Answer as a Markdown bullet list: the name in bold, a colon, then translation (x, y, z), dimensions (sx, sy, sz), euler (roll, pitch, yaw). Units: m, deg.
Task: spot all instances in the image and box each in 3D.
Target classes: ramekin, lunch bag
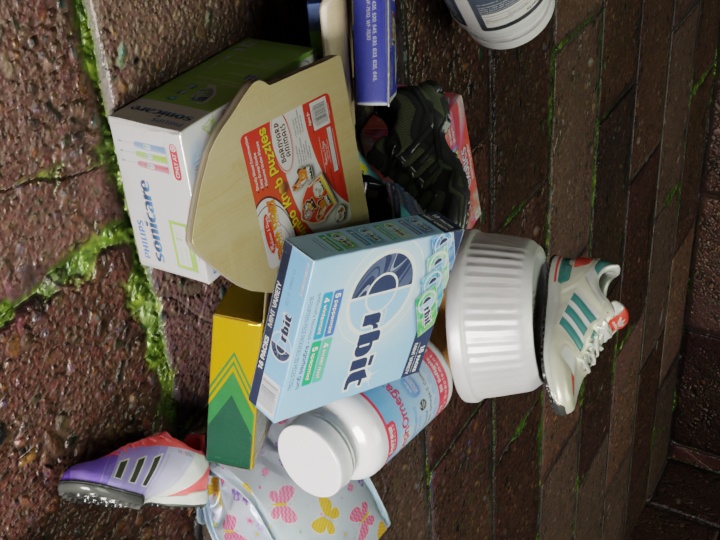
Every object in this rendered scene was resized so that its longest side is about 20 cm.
- **ramekin**: translation (0.166, 0.052, 1.169), dimensions (0.202, 0.093, 0.205), euler (-1, 90, -71)
- **lunch bag**: translation (-0.083, 0.249, 1.108), dimensions (0.169, 0.126, 0.201), euler (-41, 111, -47)

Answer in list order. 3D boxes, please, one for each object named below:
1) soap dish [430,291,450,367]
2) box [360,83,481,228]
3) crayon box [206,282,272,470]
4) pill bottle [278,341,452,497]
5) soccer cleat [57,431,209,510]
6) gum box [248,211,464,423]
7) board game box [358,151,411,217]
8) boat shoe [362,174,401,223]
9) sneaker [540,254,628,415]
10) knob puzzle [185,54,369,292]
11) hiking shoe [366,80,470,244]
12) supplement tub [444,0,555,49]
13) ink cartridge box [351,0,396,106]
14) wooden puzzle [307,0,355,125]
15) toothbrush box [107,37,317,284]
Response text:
- **soap dish**: translation (0.067, 0.041, 1.265), dimensions (0.081, 0.157, 0.201), euler (-44, 142, -18)
- **box**: translation (0.079, -0.119, 1.260), dimensions (0.103, 0.094, 0.201), euler (-54, 146, -33)
- **crayon box**: translation (-0.108, 0.076, 0.994), dimensions (0.126, 0.051, 0.202), euler (-69, 169, -62)
- **pill bottle**: translation (0.005, 0.152, 1.074), dimensions (0.200, 0.108, 0.110), euler (-35, 132, -45)
- **soccer cleat**: translation (-0.204, 0.182, 0.927), dimensions (0.200, 0.068, 0.074), euler (28, 64, -63)
- **gum box**: translation (-0.002, 0.040, 0.949), dimensions (0.199, 0.044, 0.171), euler (-13, 127, -45)
- **board game box**: translation (-0.023, -0.042, 1.103), dimensions (0.200, 0.047, 0.152), euler (47, 61, -39)
- **boat shoe**: translation (0.000, 0.000, 1.017), dimensions (0.093, 0.074, 0.202), euler (-177, -94, -74)
- **sneaker**: translation (0.259, 0.069, 1.154), dimensions (0.071, 0.092, 0.201), euler (63, 31, -53)
- **knob puzzle**: translation (-0.079, -0.071, 0.875), dimensions (0.219, 0.030, 0.222), euler (-19, 116, -44)
- **hiking shoe**: translation (0.057, -0.109, 1.102), dimensions (0.076, 0.100, 0.202), euler (112, -31, -68)
- **supplement tub**: translation (0.158, -0.378, 1.234), dimensions (0.200, 0.139, 0.141), euler (42, 66, -59)
- **ink cartridge box**: translation (0.012, -0.265, 0.982), dimensions (0.200, 0.046, 0.200), euler (-66, 156, -77)
- **wooden puzzle**: translation (-0.029, -0.233, 1.011), dimensions (0.201, 0.046, 0.186), euler (-86, 173, -50)
- **toothbrush box**: translation (-0.119, -0.106, 0.915), dimensions (0.200, 0.085, 0.147), euler (-42, 137, -44)
